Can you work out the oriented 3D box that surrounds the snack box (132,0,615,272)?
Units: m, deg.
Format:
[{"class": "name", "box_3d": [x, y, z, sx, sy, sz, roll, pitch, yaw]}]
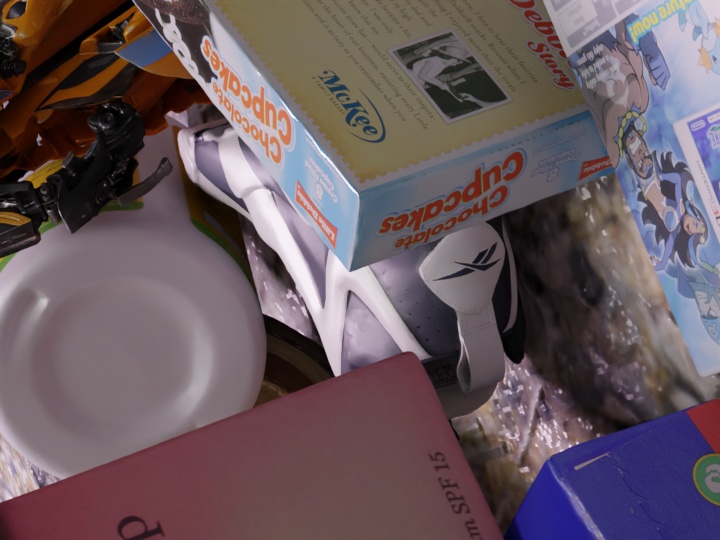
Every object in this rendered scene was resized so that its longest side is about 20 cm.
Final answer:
[{"class": "snack box", "box_3d": [-0.006, -0.093, 0.799, 0.200, 0.116, 0.037, 52, 149, 33]}]

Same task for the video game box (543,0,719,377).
[{"class": "video game box", "box_3d": [0.119, -0.079, 0.649, 0.200, 0.047, 0.183, -29, 80, 64]}]

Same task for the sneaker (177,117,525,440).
[{"class": "sneaker", "box_3d": [0.000, 0.000, 0.895, 0.199, 0.079, 0.131, 1, 108, 60]}]

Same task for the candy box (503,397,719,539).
[{"class": "candy box", "box_3d": [0.105, 0.166, 0.815, 0.170, 0.077, 0.200, 59, 153, 24]}]

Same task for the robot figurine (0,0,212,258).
[{"class": "robot figurine", "box_3d": [-0.104, -0.089, 0.897, 0.145, 0.199, 0.058, 43, 164, 41]}]

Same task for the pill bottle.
[{"class": "pill bottle", "box_3d": [-0.102, -0.003, 1.002, 0.200, 0.110, 0.112, -109, 10, -66]}]

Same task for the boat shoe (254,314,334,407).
[{"class": "boat shoe", "box_3d": [-0.069, 0.100, 1.067, 0.075, 0.074, 0.201, 24, 139, 1]}]

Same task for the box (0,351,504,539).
[{"class": "box", "box_3d": [-0.055, 0.128, 0.793, 0.129, 0.199, 0.109, 64, 155, 14]}]
